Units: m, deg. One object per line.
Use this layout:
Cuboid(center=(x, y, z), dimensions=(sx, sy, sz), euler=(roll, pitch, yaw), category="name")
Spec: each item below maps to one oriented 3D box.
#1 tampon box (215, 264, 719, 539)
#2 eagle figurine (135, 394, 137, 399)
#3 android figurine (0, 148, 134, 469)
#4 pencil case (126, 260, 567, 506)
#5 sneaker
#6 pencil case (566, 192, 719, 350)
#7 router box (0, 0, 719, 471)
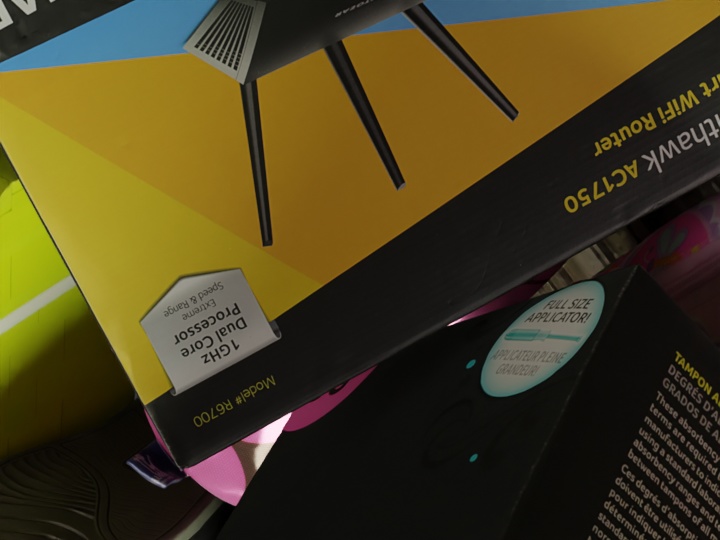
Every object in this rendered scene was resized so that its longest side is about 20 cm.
Cuboid(center=(0.028, 0.123, 0.697), dimensions=(0.126, 0.201, 0.149), euler=(44, 145, -20), category="tampon box")
Cuboid(center=(-0.140, 0.030, 1.092), dimensions=(0.151, 0.201, 0.151), euler=(4, 145, 25), category="eagle figurine")
Cuboid(center=(-0.132, 0.026, 0.935), dimensions=(0.041, 0.182, 0.201), euler=(24, 129, 27), category="android figurine")
Cuboid(center=(0.000, 0.000, 0.858), dimensions=(0.094, 0.091, 0.200), euler=(44, 127, -1), category="pencil case")
Cuboid(center=(-0.091, 0.117, 0.962), dimensions=(0.074, 0.200, 0.107), euler=(25, 120, 24), category="sneaker")
Cuboid(center=(0.111, 0.019, 0.751), dimensions=(0.200, 0.087, 0.088), euler=(-34, 80, 56), category="pencil case")
Cuboid(center=(0.002, -0.061, 0.699), dimensions=(0.150, 0.199, 0.051), euler=(62, 176, -18), category="router box")
